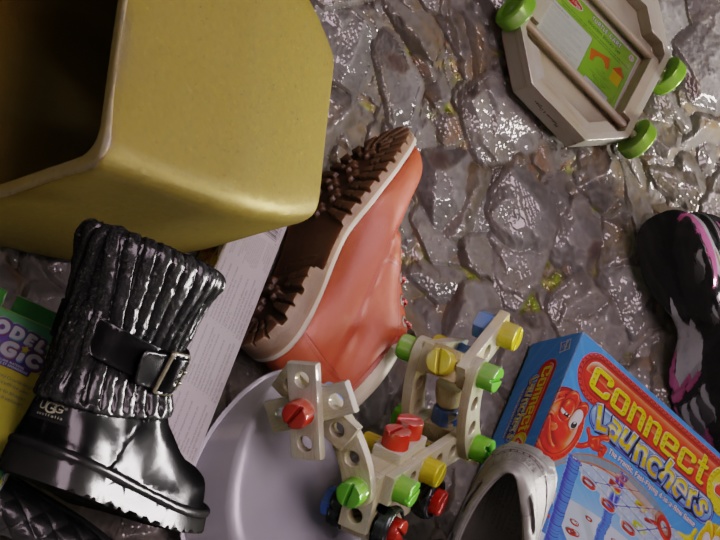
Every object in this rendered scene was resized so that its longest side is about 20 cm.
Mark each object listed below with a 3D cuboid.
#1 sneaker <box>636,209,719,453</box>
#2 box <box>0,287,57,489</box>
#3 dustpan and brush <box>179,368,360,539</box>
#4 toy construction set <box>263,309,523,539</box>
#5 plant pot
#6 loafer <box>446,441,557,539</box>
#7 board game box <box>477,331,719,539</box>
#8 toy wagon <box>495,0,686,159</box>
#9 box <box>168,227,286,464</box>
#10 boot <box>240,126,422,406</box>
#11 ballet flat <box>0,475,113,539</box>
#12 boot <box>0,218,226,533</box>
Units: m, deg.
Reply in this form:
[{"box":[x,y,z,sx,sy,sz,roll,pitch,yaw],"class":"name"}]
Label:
[{"box":[0.280,0.045,1.918,0.086,0.080,0.200,-16,94,-51],"class":"sneaker"},{"box":[-0.249,0.082,1.457,0.117,0.048,0.200,23,56,5],"class":"box"},{"box":[-0.084,0.173,1.606,0.200,0.057,0.140,-51,123,-43],"class":"dustpan and brush"},{"box":[0.024,0.099,1.628,0.200,0.092,0.131,-11,121,-48],"class":"toy construction set"},{"box":[-0.128,-0.103,1.554,0.200,0.194,0.196,23,64,-38],"class":"plant pot"},{"box":[0.076,0.209,1.663,0.070,0.070,0.200,-22,128,-71],"class":"loafer"},{"box":[0.172,0.181,1.803,0.200,0.056,0.196,40,57,-24],"class":"board game box"},{"box":[0.182,-0.186,1.922,0.155,0.040,0.200,44,54,-22],"class":"toy wagon"},{"box":[-0.099,0.035,1.632,0.041,0.039,0.200,34,59,-26],"class":"box"},{"box":[0.000,0.000,1.707,0.107,0.075,0.200,42,64,-27],"class":"boot"},{"box":[-0.187,0.167,1.515,0.200,0.066,0.057,38,84,-14],"class":"ballet flat"},{"box":[-0.125,0.066,1.491,0.211,0.079,0.158,43,64,-69],"class":"boot"}]
